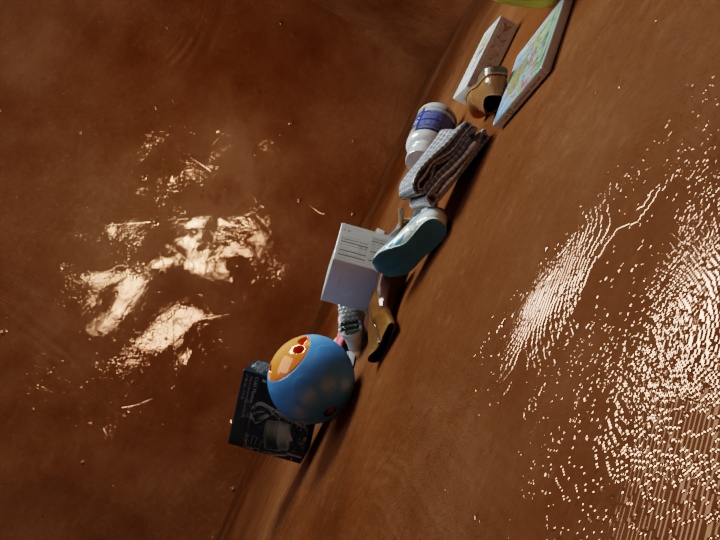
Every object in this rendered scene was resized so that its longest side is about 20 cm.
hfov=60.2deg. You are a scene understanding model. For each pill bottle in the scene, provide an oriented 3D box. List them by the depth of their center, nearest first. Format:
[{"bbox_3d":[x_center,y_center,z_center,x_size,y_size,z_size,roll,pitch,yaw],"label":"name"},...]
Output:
[{"bbox_3d":[0.192,-0.361,1.723,0.120,0.119,0.201,-56,10,52],"label":"pill bottle"}]

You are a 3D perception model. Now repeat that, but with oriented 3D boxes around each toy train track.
[{"bbox_3d":[0.104,-0.094,1.629,0.200,0.032,0.115,-43,-44,-55],"label":"toy train track"}]

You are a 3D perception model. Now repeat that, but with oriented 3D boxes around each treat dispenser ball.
[{"bbox_3d":[-0.112,0.247,1.414,0.202,0.200,0.201,-63,6,12],"label":"treat dispenser ball"}]

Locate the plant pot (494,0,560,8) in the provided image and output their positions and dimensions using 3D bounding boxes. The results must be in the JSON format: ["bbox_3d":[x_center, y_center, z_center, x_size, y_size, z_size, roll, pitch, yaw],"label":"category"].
[{"bbox_3d":[0.350,-0.585,1.186,0.201,0.141,0.200,-62,6,12],"label":"plant pot"}]

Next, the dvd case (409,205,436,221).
[{"bbox_3d":[0.145,-0.115,1.550,0.150,0.025,0.201,-56,11,53],"label":"dvd case"}]

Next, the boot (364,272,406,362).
[{"bbox_3d":[0.053,0.077,1.349,0.189,0.068,0.200,-60,9,16],"label":"boot"}]

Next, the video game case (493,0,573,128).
[{"bbox_3d":[0.325,-0.393,1.178,0.201,0.022,0.182,-67,7,-25],"label":"video game case"}]

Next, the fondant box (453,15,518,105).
[{"bbox_3d":[0.326,-0.544,1.629,0.144,0.058,0.201,-148,83,-84],"label":"fondant box"}]

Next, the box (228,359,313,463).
[{"bbox_3d":[-0.211,0.356,1.586,0.124,0.195,0.201,-40,-37,-83],"label":"box"}]

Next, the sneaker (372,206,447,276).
[{"bbox_3d":[0.108,-0.058,1.320,0.200,0.077,0.081,-36,19,31],"label":"sneaker"}]

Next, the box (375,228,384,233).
[{"bbox_3d":[0.028,-0.041,2.194,0.201,0.036,0.144,-61,7,17],"label":"box"}]

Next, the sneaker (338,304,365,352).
[{"bbox_3d":[-0.018,0.132,1.631,0.200,0.075,0.081,-82,-20,-54],"label":"sneaker"}]

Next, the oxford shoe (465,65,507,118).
[{"bbox_3d":[0.270,-0.366,1.348,0.200,0.071,0.072,93,176,-82],"label":"oxford shoe"}]

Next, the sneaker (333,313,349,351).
[{"bbox_3d":[-0.026,0.171,1.717,0.087,0.074,0.201,-25,42,59],"label":"sneaker"}]

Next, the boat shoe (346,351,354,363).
[{"bbox_3d":[-0.063,0.275,1.558,0.069,0.056,0.201,-58,8,43],"label":"boat shoe"}]

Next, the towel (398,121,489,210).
[{"bbox_3d":[0.170,-0.227,1.333,0.200,0.085,0.166,-51,6,-4],"label":"towel"}]

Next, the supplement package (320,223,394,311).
[{"bbox_3d":[0.000,0.000,1.538,0.200,0.155,0.111,111,172,-57],"label":"supplement package"}]

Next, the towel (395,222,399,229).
[{"bbox_3d":[0.080,-0.048,1.807,0.201,0.024,0.147,-62,5,27],"label":"towel"}]
